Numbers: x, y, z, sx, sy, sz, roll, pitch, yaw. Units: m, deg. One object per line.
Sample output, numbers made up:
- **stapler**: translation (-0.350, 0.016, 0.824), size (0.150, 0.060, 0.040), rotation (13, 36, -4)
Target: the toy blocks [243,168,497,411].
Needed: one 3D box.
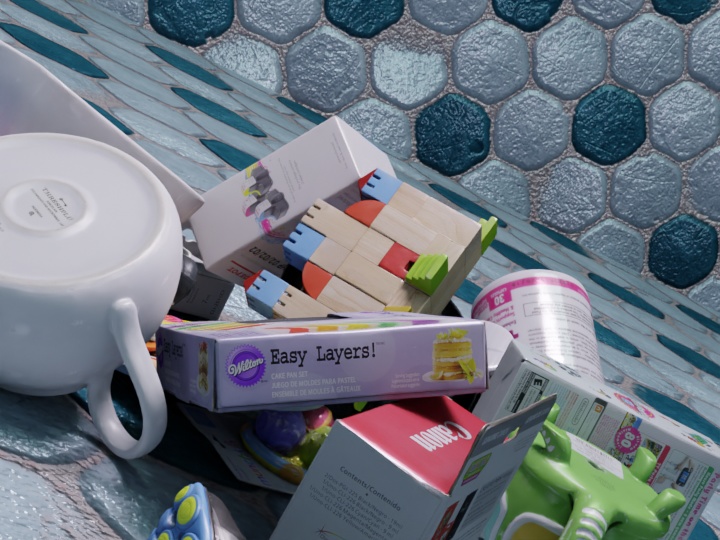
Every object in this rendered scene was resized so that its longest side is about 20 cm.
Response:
- **toy blocks**: translation (0.000, 0.000, 1.317), size (0.136, 0.201, 0.100), rotation (30, -23, 18)

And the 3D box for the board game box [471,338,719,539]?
- **board game box**: translation (0.179, 0.169, 1.359), size (0.199, 0.148, 0.064), rotation (27, 8, -11)

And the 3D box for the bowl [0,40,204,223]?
- **bowl**: translation (-0.244, -0.103, 1.368), size (0.200, 0.075, 0.200), rotation (41, -4, -37)

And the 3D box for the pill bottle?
- **pill bottle**: translation (0.164, 0.110, 1.485), size (0.113, 0.113, 0.201), rotation (22, 45, -31)

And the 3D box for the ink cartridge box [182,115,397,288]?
- **ink cartridge box**: translation (-0.070, -0.042, 1.434), size (0.115, 0.199, 0.068), rotation (30, 34, -62)

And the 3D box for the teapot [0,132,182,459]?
- **teapot**: translation (-0.210, 0.015, 1.114), size (0.195, 0.147, 0.201), rotation (9, 38, -1)

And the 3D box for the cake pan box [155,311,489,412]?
- **cake pan box**: translation (-0.033, 0.058, 1.111), size (0.182, 0.053, 0.200), rotation (-1, 1, -17)

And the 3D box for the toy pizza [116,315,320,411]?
- **toy pizza**: translation (-0.114, 0.064, 1.275), size (0.198, 0.032, 0.200), rotation (14, 7, -2)

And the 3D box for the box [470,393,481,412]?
- **box**: translation (0.086, 0.103, 1.620), size (0.199, 0.079, 0.141), rotation (26, 8, -14)

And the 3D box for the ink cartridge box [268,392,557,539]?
- **ink cartridge box**: translation (0.030, 0.139, 1.032), size (0.083, 0.177, 0.200), rotation (32, 11, 15)

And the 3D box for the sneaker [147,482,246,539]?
- **sneaker**: translation (-0.061, 0.190, 0.874), size (0.082, 0.071, 0.200), rotation (26, 15, -40)

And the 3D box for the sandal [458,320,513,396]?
- **sandal**: translation (0.051, 0.090, 1.487), size (0.205, 0.060, 0.079), rotation (-4, 28, 32)

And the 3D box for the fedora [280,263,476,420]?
- **fedora**: translation (-0.002, 0.075, 1.394), size (0.200, 0.202, 0.092), rotation (31, 40, 12)

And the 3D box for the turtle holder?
- **turtle holder**: translation (0.161, 0.194, 1.234), size (0.140, 0.133, 0.186), rotation (24, 12, -28)

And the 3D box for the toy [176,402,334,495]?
- **toy**: translation (-0.029, 0.132, 1.261), size (0.199, 0.048, 0.115), rotation (21, 11, -37)

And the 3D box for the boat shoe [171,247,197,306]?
- **boat shoe**: translation (-0.184, 0.007, 1.287), size (0.060, 0.076, 0.200), rotation (27, -9, -21)

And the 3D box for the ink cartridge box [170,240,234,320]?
- **ink cartridge box**: translation (-0.234, -0.035, 1.519), size (0.175, 0.045, 0.200), rotation (19, 14, -45)
